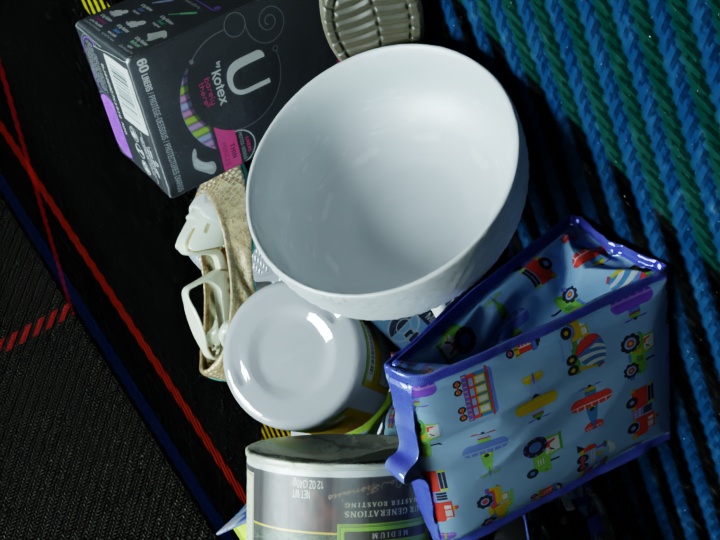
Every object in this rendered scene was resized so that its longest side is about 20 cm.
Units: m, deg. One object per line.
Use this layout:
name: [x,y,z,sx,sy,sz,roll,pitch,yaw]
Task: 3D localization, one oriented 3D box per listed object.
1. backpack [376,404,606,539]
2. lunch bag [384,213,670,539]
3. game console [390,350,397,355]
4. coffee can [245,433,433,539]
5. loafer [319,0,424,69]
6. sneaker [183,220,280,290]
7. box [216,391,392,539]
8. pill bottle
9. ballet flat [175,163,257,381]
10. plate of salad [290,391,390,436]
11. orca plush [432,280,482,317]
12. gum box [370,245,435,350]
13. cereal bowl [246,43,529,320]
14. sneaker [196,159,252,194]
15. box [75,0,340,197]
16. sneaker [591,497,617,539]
backpack: [0.097,0.189,0.883,0.182,0.133,0.203,-28,68,49]
lunch bag: [0.103,0.085,0.727,0.094,0.198,0.152,35,148,46]
game console: [0.044,0.136,1.184,0.173,0.117,0.202,-94,-10,-59]
coffee can: [-0.012,0.227,0.798,0.146,0.144,0.204,178,92,-67]
loafer: [-0.002,-0.223,0.768,0.202,0.075,0.068,71,-164,-45]
sneaker: [-0.107,0.015,1.169,0.201,0.075,0.114,50,178,-8]
box: [-0.028,0.179,0.983,0.121,0.200,0.048,-30,96,32]
pill bottle: [-0.033,0.078,0.914,0.112,0.110,0.200,55,-177,14]
ballet flat: [-0.122,-0.003,0.950,0.070,0.064,0.204,-9,89,57]
plate of salad: [0.023,0.182,1.121,0.197,0.048,0.203,12,125,17]
orca plush: [0.070,-0.011,0.852,0.105,0.071,0.200,48,-172,-12]
gum box: [0.000,0.000,0.938,0.170,0.045,0.200,45,-179,-39]
cereal bowl: [0.025,-0.051,0.769,0.200,0.200,0.083,44,175,37]
sneaker: [-0.144,-0.120,1.043,0.202,0.072,0.112,64,157,-1]
box: [-0.101,-0.166,0.880,0.106,0.198,0.124,36,149,46]
sneaker: [0.160,0.230,0.974,0.199,0.077,0.093,-14,89,58]
